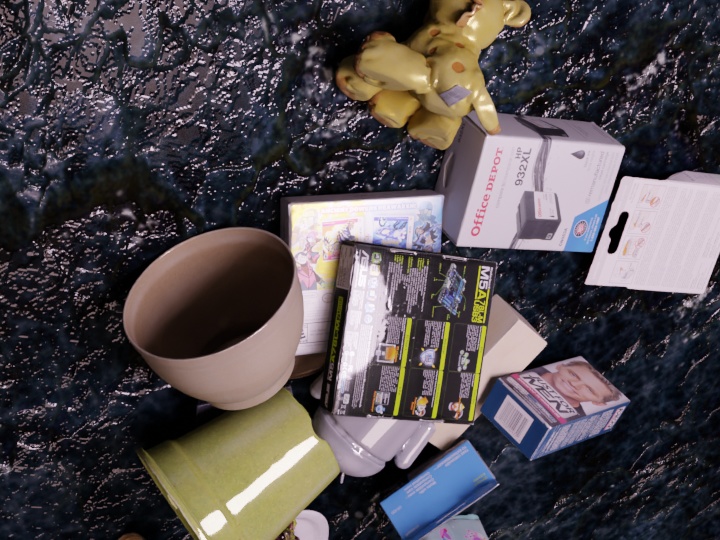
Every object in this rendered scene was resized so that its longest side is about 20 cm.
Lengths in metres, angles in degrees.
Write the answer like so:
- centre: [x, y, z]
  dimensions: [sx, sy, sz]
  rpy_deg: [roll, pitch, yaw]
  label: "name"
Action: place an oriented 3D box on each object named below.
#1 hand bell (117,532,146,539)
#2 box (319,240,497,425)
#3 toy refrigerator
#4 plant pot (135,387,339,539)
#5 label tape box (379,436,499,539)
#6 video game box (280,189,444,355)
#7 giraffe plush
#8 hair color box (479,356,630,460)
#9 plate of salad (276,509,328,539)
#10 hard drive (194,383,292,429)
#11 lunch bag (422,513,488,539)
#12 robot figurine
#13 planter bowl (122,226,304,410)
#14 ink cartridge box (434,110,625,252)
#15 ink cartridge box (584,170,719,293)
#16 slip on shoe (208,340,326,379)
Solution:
- centre: [-0.225, 0.403, 1.563]
  dimensions: [0.199, 0.104, 0.105]
  rpy_deg: [17, 111, -45]
  label: "hand bell"
- centre: [0.058, 0.075, 1.403]
  dimensions: [0.191, 0.047, 0.203]
  rpy_deg: [6, 93, -27]
  label: "box"
- centre: [0.143, 0.134, 1.569]
  dimensions: [0.200, 0.070, 0.076]
  rpy_deg: [-47, 131, 8]
  label: "toy refrigerator"
- centre: [-0.132, 0.238, 1.395]
  dimensions: [0.184, 0.200, 0.202]
  rpy_deg: [-36, 127, -15]
  label: "plant pot"
- centre: [0.099, 0.285, 1.561]
  dimensions: [0.144, 0.200, 0.064]
  rpy_deg: [-35, 85, -3]
  label: "label tape box"
- centre: [0.000, 0.000, 1.421]
  dimensions: [0.198, 0.047, 0.184]
  rpy_deg: [-4, 108, -22]
  label: "video game box"
- centre: [0.090, -0.246, 1.289]
  dimensions: [0.172, 0.199, 0.164]
  rpy_deg: [33, 73, -31]
  label: "giraffe plush"
- centre: [0.260, 0.179, 1.580]
  dimensions: [0.199, 0.100, 0.061]
  rpy_deg: [-8, 133, -48]
  label: "hair color box"
- centre: [-0.116, 0.405, 1.591]
  dimensions: [0.199, 0.048, 0.201]
  rpy_deg: [-28, 140, -26]
  label: "plate of salad"
- centre: [-0.147, 0.233, 1.510]
  dimensions: [0.133, 0.042, 0.202]
  rpy_deg: [-11, 121, -18]
  label: "hard drive"
- centre: [0.129, 0.476, 1.693]
  dimensions: [0.120, 0.171, 0.202]
  rpy_deg: [3, 117, -17]
  label: "lunch bag"
- centre: [0.017, 0.177, 1.496]
  dimensions: [0.169, 0.113, 0.200]
  rpy_deg: [41, 95, -12]
  label: "robot figurine"
- centre: [-0.146, 0.068, 1.328]
  dimensions: [0.199, 0.201, 0.136]
  rpy_deg: [-28, 131, -7]
  label: "planter bowl"
- centre: [0.201, -0.106, 1.447]
  dimensions: [0.198, 0.084, 0.147]
  rpy_deg: [2, 117, -25]
  label: "ink cartridge box"
- centre: [0.398, -0.053, 1.592]
  dimensions: [0.198, 0.050, 0.163]
  rpy_deg: [5, 116, -22]
  label: "ink cartridge box"
- centre: [-0.103, 0.108, 1.448]
  dimensions: [0.198, 0.061, 0.077]
  rpy_deg: [-3, 119, -23]
  label: "slip on shoe"
